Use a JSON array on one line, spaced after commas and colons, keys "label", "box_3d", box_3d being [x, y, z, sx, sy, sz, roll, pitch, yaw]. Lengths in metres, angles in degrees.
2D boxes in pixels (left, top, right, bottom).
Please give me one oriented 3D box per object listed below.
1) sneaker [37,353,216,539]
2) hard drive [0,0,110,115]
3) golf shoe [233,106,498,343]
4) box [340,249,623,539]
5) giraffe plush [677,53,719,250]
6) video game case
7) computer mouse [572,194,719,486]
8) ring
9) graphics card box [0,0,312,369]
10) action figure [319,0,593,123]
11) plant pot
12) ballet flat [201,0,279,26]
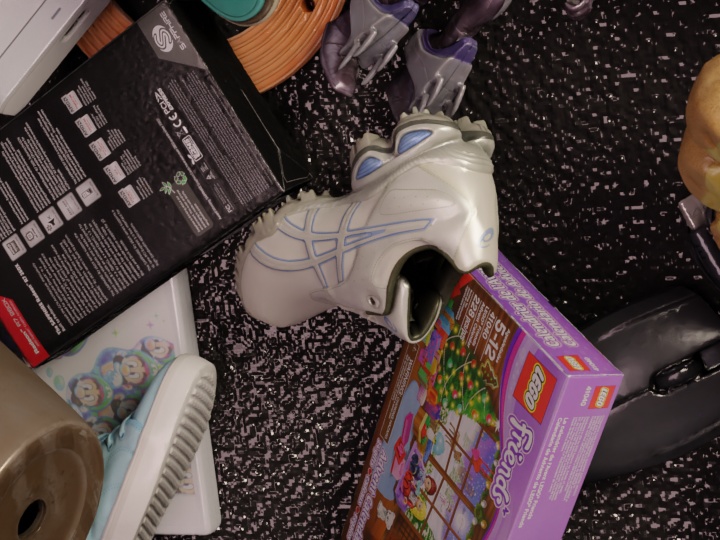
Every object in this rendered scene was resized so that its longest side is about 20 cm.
[{"label": "sneaker", "box_3d": [-0.153, 0.123, 1.045, 0.081, 0.074, 0.201, 30, 112, 6]}, {"label": "hard drive", "box_3d": [-0.221, -0.205, 1.006, 0.200, 0.027, 0.132, 47, 106, 15]}, {"label": "golf shoe", "box_3d": [0.000, 0.000, 0.942, 0.200, 0.078, 0.098, -39, 58, 46]}, {"label": "box", "box_3d": [0.058, 0.102, 0.953, 0.137, 0.039, 0.202, 48, 129, 48]}, {"label": "giraffe plush", "box_3d": [0.268, -0.055, 0.828, 0.200, 0.173, 0.162, 41, 79, 21]}, {"label": "video game case", "box_3d": [-0.182, 0.063, 1.091, 0.180, 0.024, 0.202, -2, 103, 21]}, {"label": "computer mouse", "box_3d": [0.142, 0.057, 0.953, 0.199, 0.053, 0.139, -29, 94, 24]}, {"label": "ring", "box_3d": [-0.093, -0.192, 0.993, 0.198, 0.019, 0.203, 5, 105, 20]}, {"label": "graphics card box", "box_3d": [-0.140, -0.049, 1.008, 0.199, 0.051, 0.126, -34, 88, 24]}, {"label": "action figure", "box_3d": [0.064, -0.157, 0.906, 0.129, 0.070, 0.200, 26, 127, -21]}, {"label": "plant pot", "box_3d": [-0.244, 0.107, 0.989, 0.172, 0.199, 0.202, 23, 111, 24]}, {"label": "ballet flat", "box_3d": [-0.096, -0.222, 0.942, 0.069, 0.069, 0.201, -34, 94, 24]}]
